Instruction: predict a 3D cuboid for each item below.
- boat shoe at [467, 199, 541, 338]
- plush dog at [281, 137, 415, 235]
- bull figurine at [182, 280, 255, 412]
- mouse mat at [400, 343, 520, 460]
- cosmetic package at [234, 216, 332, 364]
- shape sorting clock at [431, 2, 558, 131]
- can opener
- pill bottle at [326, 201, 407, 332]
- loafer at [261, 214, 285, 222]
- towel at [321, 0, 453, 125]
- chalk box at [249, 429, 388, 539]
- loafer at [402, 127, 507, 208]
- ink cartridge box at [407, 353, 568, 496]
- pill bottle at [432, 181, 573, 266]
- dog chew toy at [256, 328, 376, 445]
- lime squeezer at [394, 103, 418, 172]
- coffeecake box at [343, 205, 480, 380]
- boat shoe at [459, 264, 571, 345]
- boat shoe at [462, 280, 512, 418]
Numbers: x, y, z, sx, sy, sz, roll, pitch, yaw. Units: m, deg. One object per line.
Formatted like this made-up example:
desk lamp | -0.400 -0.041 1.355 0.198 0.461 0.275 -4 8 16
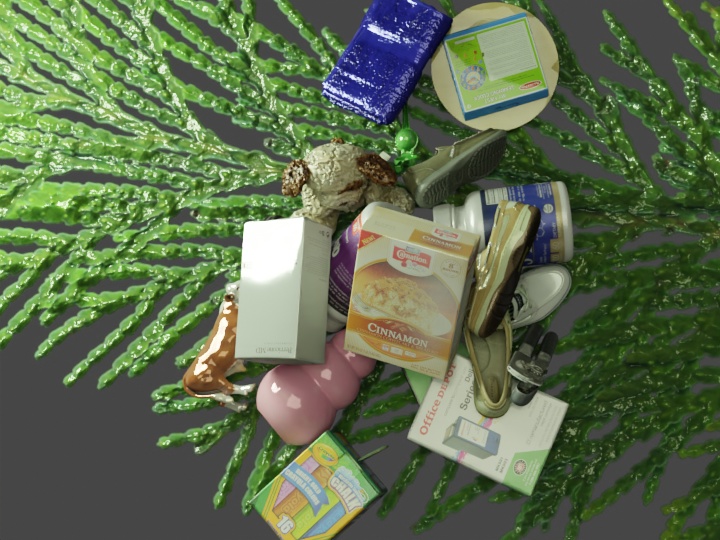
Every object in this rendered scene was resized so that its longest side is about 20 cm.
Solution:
boat shoe | 0.186 -0.005 1.609 0.076 0.072 0.202 19 75 21
plush dog | -0.026 -0.141 1.710 0.198 0.172 0.162 -10 80 6
bull figurine | -0.188 0.115 1.746 0.121 0.065 0.201 30 86 8
mouse mat | 0.157 0.165 1.730 0.160 0.008 0.202 -25 79 2
cosmetic package | -0.110 0.033 1.641 0.112 0.081 0.202 -5 76 31
shape sorting clock | 0.208 -0.315 1.777 0.198 0.039 0.202 0 84 2
can opener | 0.241 0.135 1.638 0.053 0.200 0.067 27 109 9
pill bottle | 0.000 0.000 1.688 0.113 0.112 0.200 49 121 11
loafer | -0.113 0.007 1.735 0.063 0.071 0.202 -23 64 45
towel | 0.036 -0.334 1.773 0.147 0.050 0.201 26 84 32
chalk box | -0.043 0.313 1.672 0.200 0.125 0.124 -42 80 -2
loafer | 0.142 -0.168 1.721 0.199 0.076 0.070 -31 54 -30
ink cartridge box | 0.185 0.221 1.671 0.198 0.088 0.146 24 84 11
pill bottle | 0.210 -0.062 1.699 0.198 0.120 0.121 -7 81 6
dog chew toy | -0.058 0.164 1.701 0.200 0.125 0.125 -41 79 -9
lime squeezer | 0.065 -0.199 1.762 0.037 0.071 0.201 -16 43 23
coffeecake box | 0.069 0.031 1.571 0.152 0.073 0.202 16 123 12
boat shoe | 0.230 0.054 1.704 0.199 0.067 0.074 -33 80 -3
boat shoe | 0.182 0.104 1.622 0.072 0.063 0.203 0 69 1
